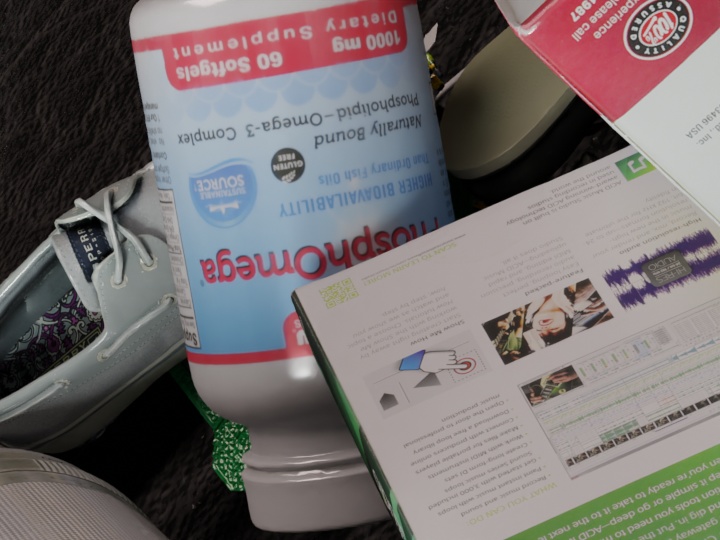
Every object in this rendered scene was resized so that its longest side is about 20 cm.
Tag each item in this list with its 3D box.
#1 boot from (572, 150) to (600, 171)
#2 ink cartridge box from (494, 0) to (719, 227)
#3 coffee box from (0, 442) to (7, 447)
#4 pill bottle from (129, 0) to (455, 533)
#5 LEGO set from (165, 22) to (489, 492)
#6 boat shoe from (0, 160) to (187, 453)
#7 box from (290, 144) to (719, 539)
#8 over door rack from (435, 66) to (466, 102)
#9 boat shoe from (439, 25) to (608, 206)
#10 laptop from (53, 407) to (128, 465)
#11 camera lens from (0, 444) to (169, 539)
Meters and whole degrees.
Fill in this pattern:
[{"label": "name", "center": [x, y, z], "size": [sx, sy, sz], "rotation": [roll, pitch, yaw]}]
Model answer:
[{"label": "boot", "center": [0.078, 0.048, 0.999], "size": [0.131, 0.068, 0.200], "rotation": [-48, 26, 18]}, {"label": "ink cartridge box", "center": [0.152, -0.094, 0.909], "size": [0.145, 0.200, 0.145], "rotation": [-43, 27, 13]}, {"label": "coffee box", "center": [-0.209, 0.043, 1.306], "size": [0.080, 0.113, 0.200], "rotation": [-40, 11, -1]}, {"label": "pill bottle", "center": [-0.018, -0.011, 1.016], "size": [0.108, 0.201, 0.109], "rotation": [-10, 6, 1]}, {"label": "LEGO set", "center": [0.000, 0.000, 1.152], "size": [0.154, 0.116, 0.201], "rotation": [39, 106, 33]}, {"label": "boat shoe", "center": [-0.095, 0.003, 1.101], "size": [0.201, 0.071, 0.070], "rotation": [-43, 61, 22]}, {"label": "box", "center": [0.073, 0.045, 0.882], "size": [0.144, 0.036, 0.200], "rotation": [-23, 37, -3]}, {"label": "over door rack", "center": [0.029, -0.131, 1.271], "size": [0.199, 0.067, 0.148], "rotation": [-25, 39, 40]}, {"label": "boat shoe", "center": [0.093, -0.086, 1.088], "size": [0.073, 0.063, 0.202], "rotation": [-11, 31, 36]}, {"label": "laptop", "center": [-0.111, -0.034, 1.295], "size": [0.200, 0.103, 0.177], "rotation": [-46, 16, 10]}, {"label": "camera lens", "center": [-0.125, 0.165, 1.054], "size": [0.160, 0.160, 0.200], "rotation": [-53, 28, -4]}]
